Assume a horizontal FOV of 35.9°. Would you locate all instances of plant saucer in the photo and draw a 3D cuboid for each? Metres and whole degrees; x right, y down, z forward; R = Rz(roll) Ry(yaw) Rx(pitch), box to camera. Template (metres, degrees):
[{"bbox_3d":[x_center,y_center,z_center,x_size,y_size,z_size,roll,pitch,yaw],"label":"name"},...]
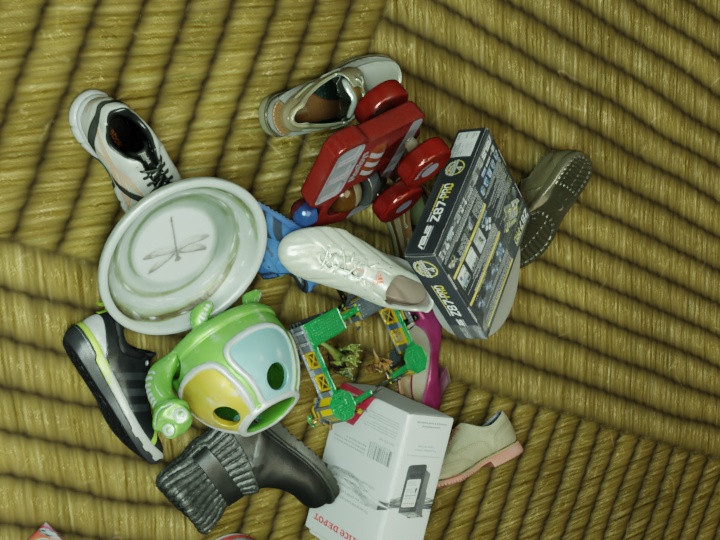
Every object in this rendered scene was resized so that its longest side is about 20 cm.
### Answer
[{"bbox_3d":[-0.199,-0.023,1.215,0.199,0.050,0.201,-23,136,-24],"label":"plant saucer"}]

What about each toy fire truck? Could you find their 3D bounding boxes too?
[{"bbox_3d":[-0.004,-0.117,1.287,0.167,0.200,0.113,-27,75,-33],"label":"toy fire truck"}]

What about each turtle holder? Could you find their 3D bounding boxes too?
[{"bbox_3d":[-0.146,0.113,1.237,0.141,0.132,0.185,-45,160,17],"label":"turtle holder"}]

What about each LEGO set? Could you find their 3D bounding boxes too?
[{"bbox_3d":[-0.027,0.105,1.367,0.200,0.115,0.155,-38,100,-38],"label":"LEGO set"}]

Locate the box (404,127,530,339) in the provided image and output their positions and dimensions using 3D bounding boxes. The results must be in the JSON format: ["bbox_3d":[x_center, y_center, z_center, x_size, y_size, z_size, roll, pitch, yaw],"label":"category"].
[{"bbox_3d":[0.135,-0.045,1.335,0.161,0.049,0.201,53,49,-39],"label":"box"}]

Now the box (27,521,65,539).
[{"bbox_3d":[-0.313,0.393,1.252,0.103,0.094,0.201,-45,123,-19],"label":"box"}]

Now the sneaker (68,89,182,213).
[{"bbox_3d":[-0.234,-0.105,1.200,0.074,0.080,0.200,-50,126,-17],"label":"sneaker"}]

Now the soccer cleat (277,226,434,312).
[{"bbox_3d":[0.000,0.000,1.297,0.198,0.078,0.070,17,107,-24],"label":"soccer cleat"}]

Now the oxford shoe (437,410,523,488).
[{"bbox_3d":[0.134,0.257,1.565,0.199,0.071,0.074,-18,86,-30],"label":"oxford shoe"}]

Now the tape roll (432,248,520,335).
[{"bbox_3d":[0.146,-0.016,1.426,0.202,0.037,0.205,0,90,-56],"label":"tape roll"}]

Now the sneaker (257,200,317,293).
[{"bbox_3d":[-0.115,-0.035,1.308,0.199,0.066,0.079,30,86,-36],"label":"sneaker"}]

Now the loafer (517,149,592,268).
[{"bbox_3d":[0.244,-0.085,1.550,0.076,0.067,0.200,38,94,-32],"label":"loafer"}]

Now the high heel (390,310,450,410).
[{"bbox_3d":[0.063,0.114,1.461,0.096,0.067,0.201,-52,140,-38],"label":"high heel"}]

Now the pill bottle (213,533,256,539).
[{"bbox_3d":[-0.117,0.404,1.327,0.115,0.199,0.117,-9,107,-33],"label":"pill bottle"}]

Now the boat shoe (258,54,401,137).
[{"bbox_3d":[-0.022,-0.205,1.329,0.199,0.068,0.075,-29,114,-28],"label":"boat shoe"}]

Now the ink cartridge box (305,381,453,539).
[{"bbox_3d":[0.022,0.262,1.425,0.083,0.145,0.202,11,95,-40],"label":"ink cartridge box"}]

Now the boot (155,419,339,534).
[{"bbox_3d":[-0.137,0.264,1.353,0.211,0.079,0.158,46,67,-22],"label":"boot"}]

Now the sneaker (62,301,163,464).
[{"bbox_3d":[-0.254,0.127,1.245,0.083,0.071,0.201,-36,120,-25],"label":"sneaker"}]

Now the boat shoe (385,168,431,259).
[{"bbox_3d":[0.083,-0.037,1.441,0.076,0.074,0.201,-41,121,-20],"label":"boat shoe"}]
